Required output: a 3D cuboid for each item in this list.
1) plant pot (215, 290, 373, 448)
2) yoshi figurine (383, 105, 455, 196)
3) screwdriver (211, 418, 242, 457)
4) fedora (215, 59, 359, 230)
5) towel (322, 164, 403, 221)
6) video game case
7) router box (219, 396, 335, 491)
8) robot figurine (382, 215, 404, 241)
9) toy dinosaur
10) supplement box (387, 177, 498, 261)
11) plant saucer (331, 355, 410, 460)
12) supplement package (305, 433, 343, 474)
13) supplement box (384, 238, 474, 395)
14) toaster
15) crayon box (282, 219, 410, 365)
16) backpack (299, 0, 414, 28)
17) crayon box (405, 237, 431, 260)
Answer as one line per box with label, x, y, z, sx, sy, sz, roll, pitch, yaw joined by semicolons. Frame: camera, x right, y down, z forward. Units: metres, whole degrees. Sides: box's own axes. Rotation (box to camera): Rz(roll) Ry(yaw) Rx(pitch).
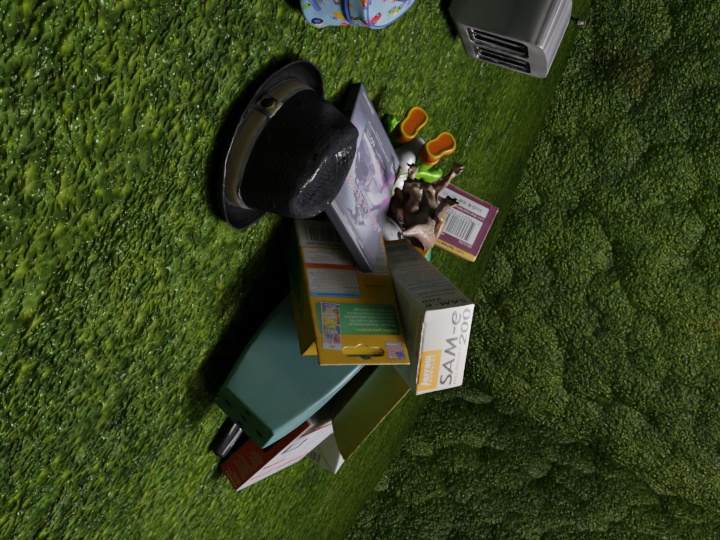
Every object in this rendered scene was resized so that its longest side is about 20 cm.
plant pot;-0.088;0.127;0.967;0.200;0.141;0.141;-45;175;-31
yoshi figurine;0.078;-0.180;1.125;0.200;0.111;0.113;136;-46;-66
screwdriver;-0.157;0.191;1.087;0.200;0.028;0.029;-54;134;-22
fedora;-0.064;-0.119;0.771;0.201;0.091;0.201;-57;164;-26
towel;-0.018;-0.075;1.036;0.018;0.086;0.201;42;73;-49
video game case;0.002;-0.119;0.924;0.143;0.019;0.201;58;35;-44
router box;-0.104;0.264;1.178;0.179;0.049;0.200;-43;163;19
robot figurine;0.001;0.001;1.131;0.151;0.124;0.201;-107;-155;-47
toy dinosaur;0.086;-0.074;1.026;0.201;0.085;0.136;-80;-175;-53
supplement box;0.135;-0.098;1.273;0.104;0.130;0.200;-65;-165;3
plant saucer;0.018;0.152;1.097;0.200;0.048;0.200;-53;-167;26
supplement package;-0.043;0.277;1.452;0.200;0.121;0.120;-48;159;-45
supplement box;0.068;0.056;0.982;0.073;0.200;0.127;-8;120;-21
toaster;0.249;-0.408;1.172;0.119;0.199;0.181;-69;165;4
crayon box;-0.021;0.035;0.918;0.052;0.125;0.201;-50;-136;50
backpack;0.024;-0.316;0.677;0.183;0.134;0.201;-51;163;-38
crayon box;0.029;0.021;1.277;0.201;0.118;0.058;-58;164;-22
